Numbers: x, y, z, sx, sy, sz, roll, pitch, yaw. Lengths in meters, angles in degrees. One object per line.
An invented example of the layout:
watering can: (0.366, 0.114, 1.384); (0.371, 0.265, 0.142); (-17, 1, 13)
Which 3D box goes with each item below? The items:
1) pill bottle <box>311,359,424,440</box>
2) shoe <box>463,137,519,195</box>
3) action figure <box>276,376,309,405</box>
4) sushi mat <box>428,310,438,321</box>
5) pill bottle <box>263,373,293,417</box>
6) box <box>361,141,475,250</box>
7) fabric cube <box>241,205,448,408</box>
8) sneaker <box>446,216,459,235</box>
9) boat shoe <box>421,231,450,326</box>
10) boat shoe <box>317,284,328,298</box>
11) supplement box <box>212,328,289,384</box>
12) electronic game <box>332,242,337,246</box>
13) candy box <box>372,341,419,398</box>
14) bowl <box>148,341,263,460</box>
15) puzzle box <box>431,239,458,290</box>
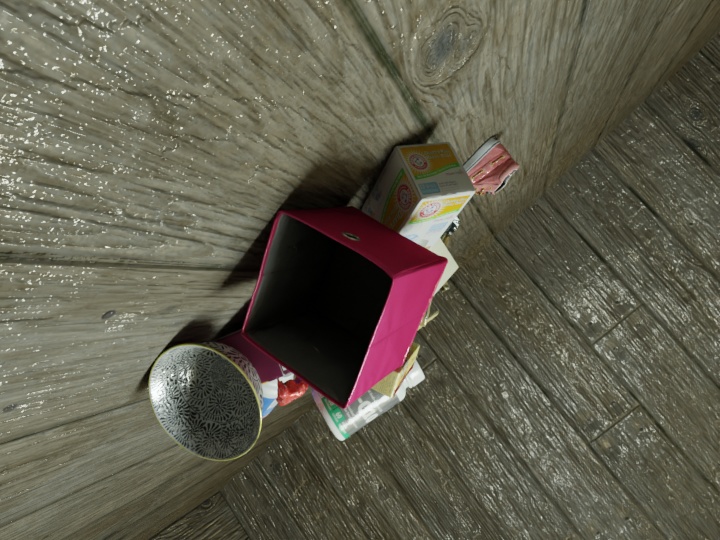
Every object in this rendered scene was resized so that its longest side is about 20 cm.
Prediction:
pill bottle: (0.016, 0.219, 1.020); (0.198, 0.114, 0.113); (-33, 167, -6)
shoe: (0.259, -0.193, 1.208); (0.200, 0.091, 0.071); (-46, 166, 24)
action figure: (-0.119, 0.209, 0.983); (0.064, 0.053, 0.200); (-27, 175, 3)
sushi mat: (0.094, 0.143, 1.167); (0.198, 0.012, 0.096); (-25, 165, -49)
pill bottle: (-0.223, 0.259, 1.257); (0.111, 0.113, 0.201); (-27, 161, -46)
box: (0.084, -0.105, 0.894); (0.110, 0.103, 0.201); (-11, 154, -28)
fabric cube: (-0.018, 0.036, 0.782); (0.198, 0.194, 0.204); (-15, 130, -60)
sneaker: (0.168, -0.099, 1.327); (0.199, 0.075, 0.088); (-35, -157, 34)
boat shoe: (0.152, 0.019, 1.121); (0.072, 0.075, 0.204); (41, 73, -82)
boat shoe: (-0.002, 0.056, 0.940); (0.196, 0.093, 0.071); (-16, 174, 14)
supplement box: (-0.157, 0.142, 0.999); (0.129, 0.105, 0.199); (-22, 175, 23)
electronic game: (-0.097, 0.012, 0.951); (0.199, 0.042, 0.200); (-40, 168, -10)
candy box: (-0.007, 0.133, 0.936); (0.115, 0.196, 0.056); (-33, 142, -62)
bowl: (-0.230, 0.191, 0.867); (0.201, 0.201, 0.094); (-45, -179, 24)
puzzle box: (0.091, 0.020, 1.036); (0.200, 0.025, 0.133); (-46, 127, -8)
